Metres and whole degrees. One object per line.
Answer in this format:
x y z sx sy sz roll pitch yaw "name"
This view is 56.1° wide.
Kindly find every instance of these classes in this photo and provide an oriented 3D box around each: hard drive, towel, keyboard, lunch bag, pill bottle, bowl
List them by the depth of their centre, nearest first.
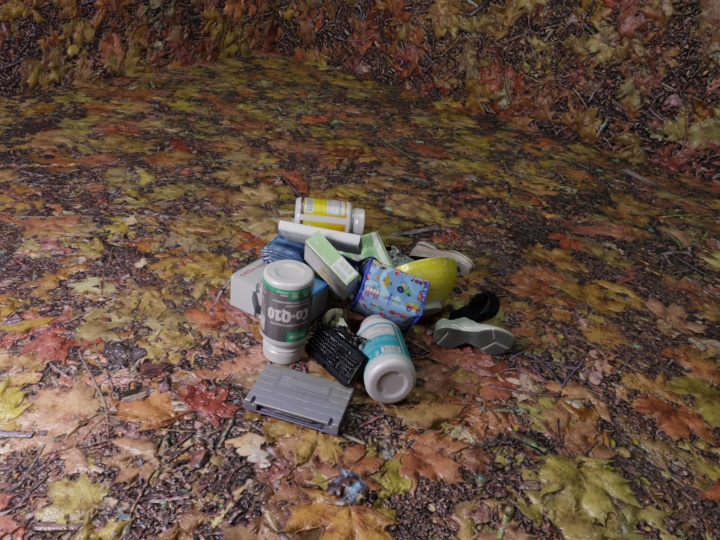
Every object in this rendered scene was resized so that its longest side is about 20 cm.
-0.056 0.159 1.441 0.040 0.105 0.199 40 -6 -36 "keyboard"
0.048 0.180 1.449 0.107 0.113 0.201 2 29 -11 "pill bottle"
-0.160 0.091 1.459 0.110 0.205 0.114 5 28 -3 "pill bottle"
0.057 0.082 1.561 0.147 0.201 0.096 21 58 -2 "lunch bag"
-0.094 -0.079 1.642 0.194 0.027 0.132 11 -9 4 "hard drive"
0.155 0.052 1.682 0.195 0.200 0.111 -6 72 -23 "bowl"
-0.180 -0.053 1.725 0.109 0.050 0.200 17 16 3 "towel"
-0.010 -0.017 1.780 0.196 0.023 0.155 -16 70 -28 "towel"
-0.088 -0.142 1.900 0.194 0.112 0.110 5 29 -6 "pill bottle"

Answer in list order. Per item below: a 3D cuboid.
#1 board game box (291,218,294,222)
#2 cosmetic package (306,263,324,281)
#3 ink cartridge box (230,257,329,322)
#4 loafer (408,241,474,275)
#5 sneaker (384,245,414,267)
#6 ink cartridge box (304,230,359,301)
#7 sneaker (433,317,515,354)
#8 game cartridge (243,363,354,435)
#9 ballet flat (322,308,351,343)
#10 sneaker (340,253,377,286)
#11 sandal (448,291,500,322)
-0.107 -0.094 1.967 0.194 0.041 0.154 4 29 -7 "board game box"
-0.117 -0.005 1.797 0.082 0.052 0.198 30 36 33 "cosmetic package"
-0.195 0.057 1.629 0.196 0.086 0.144 22 30 24 "ink cartridge box"
0.226 -0.021 1.911 0.197 0.073 0.063 22 48 35 "loafer"
0.095 -0.026 1.854 0.194 0.084 0.075 12 29 7 "sneaker"
-0.071 0.008 1.613 0.048 0.201 0.146 -40 77 -20 "ink cartridge box"
0.271 0.146 1.612 0.194 0.072 0.081 9 26 3 "sneaker"
-0.119 0.256 1.355 0.195 0.039 0.130 14 25 10 "game cartridge"
-0.049 0.129 1.559 0.066 0.069 0.201 1 30 -14 "ballet flat"
0.000 0.000 1.669 0.080 0.117 0.199 -30 54 -30 "sneaker"
0.300 0.096 1.732 0.075 0.044 0.198 26 34 29 "sandal"
